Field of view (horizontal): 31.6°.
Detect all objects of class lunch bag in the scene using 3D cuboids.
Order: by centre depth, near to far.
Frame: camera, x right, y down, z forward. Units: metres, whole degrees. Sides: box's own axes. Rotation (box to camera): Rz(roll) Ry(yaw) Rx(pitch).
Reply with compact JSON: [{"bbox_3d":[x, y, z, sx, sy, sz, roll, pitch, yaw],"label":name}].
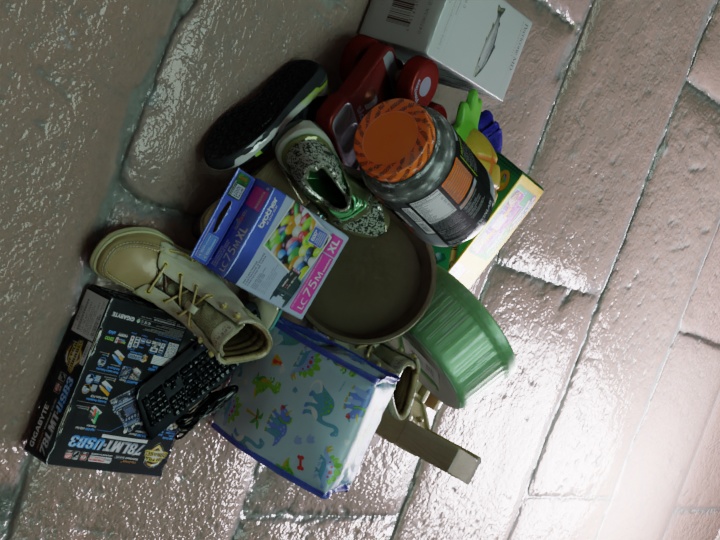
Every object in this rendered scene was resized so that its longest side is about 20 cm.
[{"bbox_3d":[-0.077,0.167,1.615,0.172,0.198,0.127,-66,163,3],"label":"lunch bag"}]

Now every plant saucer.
[{"bbox_3d":[0.000,0.000,1.645,0.201,0.199,0.029,-51,177,-18],"label":"plant saucer"}]

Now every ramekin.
[{"bbox_3d":[0.114,0.095,1.759,0.097,0.200,0.201,-40,138,-13],"label":"ramekin"}]

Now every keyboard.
[{"bbox_3d":[-0.178,0.131,1.523,0.200,0.039,0.105,-39,137,-33],"label":"keyboard"}]

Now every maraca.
[{"bbox_3d":[0.134,-0.138,1.688,0.137,0.106,0.202,-57,155,-55],"label":"maraca"}]

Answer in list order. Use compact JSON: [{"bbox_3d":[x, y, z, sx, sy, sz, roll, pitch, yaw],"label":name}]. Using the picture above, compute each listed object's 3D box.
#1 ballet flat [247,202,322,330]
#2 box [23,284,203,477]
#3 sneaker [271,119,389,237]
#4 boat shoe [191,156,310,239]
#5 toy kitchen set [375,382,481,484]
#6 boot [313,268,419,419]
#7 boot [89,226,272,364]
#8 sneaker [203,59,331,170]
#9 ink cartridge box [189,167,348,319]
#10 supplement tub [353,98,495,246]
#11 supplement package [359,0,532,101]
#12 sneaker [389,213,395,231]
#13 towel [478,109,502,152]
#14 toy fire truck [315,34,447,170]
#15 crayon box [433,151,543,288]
[{"bbox_3d":[-0.107,-0.023,1.588,0.069,0.069,0.202,25,88,-53],"label":"ballet flat"},{"bbox_3d":[-0.270,0.134,1.476,0.199,0.049,0.200,20,94,-55],"label":"box"},{"bbox_3d":[-0.028,-0.085,1.488,0.077,0.089,0.200,-36,133,14],"label":"sneaker"},{"bbox_3d":[-0.120,-0.092,1.523,0.199,0.064,0.073,-37,116,-30],"label":"boat shoe"},{"bbox_3d":[0.139,0.195,1.910,0.202,0.179,0.163,-61,144,-6],"label":"toy kitchen set"},{"bbox_3d":[0.006,0.091,1.692,0.072,0.154,0.202,-29,129,-37],"label":"boot"},{"bbox_3d":[-0.195,0.031,1.417,0.072,0.155,0.199,-52,146,11],"label":"boot"},{"bbox_3d":[-0.098,-0.166,1.502,0.200,0.071,0.083,-44,140,-27],"label":"sneaker"},{"bbox_3d":[-0.103,-0.028,1.490,0.200,0.042,0.120,32,88,-51],"label":"ink cartridge box"},{"bbox_3d":[0.075,-0.117,1.516,0.123,0.122,0.200,-60,148,-7],"label":"supplement tub"},{"bbox_3d":[0.113,-0.313,1.642,0.199,0.117,0.118,17,94,-54],"label":"supplement package"},{"bbox_3d":[0.033,-0.046,1.729,0.080,0.074,0.202,-25,129,-41],"label":"sneaker"},{"bbox_3d":[0.131,-0.129,1.825,0.199,0.049,0.149,-31,131,-38],"label":"towel"},{"bbox_3d":[0.015,-0.179,1.578,0.169,0.111,0.201,-53,151,-22],"label":"toy fire truck"},{"bbox_3d":[0.172,-0.066,1.846,0.201,0.058,0.119,-53,157,7],"label":"crayon box"}]
